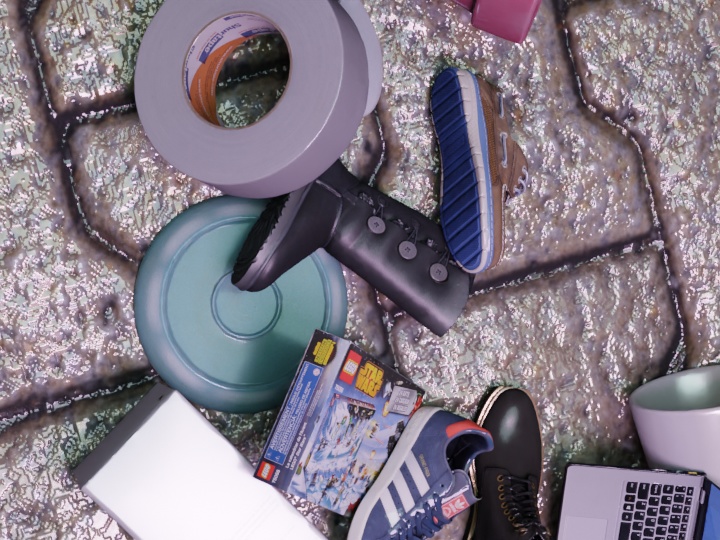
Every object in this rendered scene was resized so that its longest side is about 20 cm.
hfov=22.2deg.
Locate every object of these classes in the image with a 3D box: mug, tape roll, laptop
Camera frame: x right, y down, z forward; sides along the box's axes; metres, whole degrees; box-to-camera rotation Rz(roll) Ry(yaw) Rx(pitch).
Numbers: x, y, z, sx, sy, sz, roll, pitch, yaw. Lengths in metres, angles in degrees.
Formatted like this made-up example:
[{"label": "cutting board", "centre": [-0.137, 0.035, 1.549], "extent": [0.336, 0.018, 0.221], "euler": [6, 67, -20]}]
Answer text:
[{"label": "mug", "centre": [0.350, 0.181, 1.709], "extent": [0.149, 0.186, 0.154], "euler": [-21, 105, -49]}, {"label": "tape roll", "centre": [-0.095, -0.167, 1.604], "extent": [0.199, 0.066, 0.202], "euler": [-4, 79, 22]}, {"label": "laptop", "centre": [0.275, 0.287, 1.649], "extent": [0.199, 0.116, 0.188], "euler": [5, 119, 1]}]

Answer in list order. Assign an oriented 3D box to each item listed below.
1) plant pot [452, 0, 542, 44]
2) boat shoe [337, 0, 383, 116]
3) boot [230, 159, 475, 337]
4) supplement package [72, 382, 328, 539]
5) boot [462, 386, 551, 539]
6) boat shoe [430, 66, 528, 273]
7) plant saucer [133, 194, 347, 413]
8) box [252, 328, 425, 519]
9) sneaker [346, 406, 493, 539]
[{"label": "plant pot", "centre": [0.100, -0.328, 1.654], "extent": [0.178, 0.200, 0.201], "euler": [22, 84, 3]}, {"label": "boat shoe", "centre": [-0.034, -0.234, 1.678], "extent": [0.068, 0.057, 0.201], "euler": [-19, 94, -22]}, {"label": "boot", "centre": [0.000, -0.001, 1.656], "extent": [0.200, 0.066, 0.165], "euler": [37, 64, -17]}, {"label": "supplement package", "centre": [-0.140, 0.209, 1.610], "extent": [0.117, 0.117, 0.200], "euler": [-46, 99, -9]}, {"label": "boot", "centre": [0.148, 0.208, 1.669], "extent": [0.077, 0.138, 0.201], "euler": [5, 87, -14]}, {"label": "boat shoe", "centre": [0.117, -0.092, 1.684], "extent": [0.072, 0.072, 0.201], "euler": [7, 69, -29]}, {"label": "plant saucer", "centre": [-0.106, 0.030, 1.670], "extent": [0.199, 0.027, 0.201], "euler": [1, 88, -14]}, {"label": "box", "centre": [-0.015, 0.141, 1.611], "extent": [0.040, 0.200, 0.138], "euler": [20, 82, 25]}, {"label": "sneaker", "centre": [0.056, 0.213, 1.643], "extent": [0.201, 0.084, 0.075], "euler": [-63, 146, -24]}]
